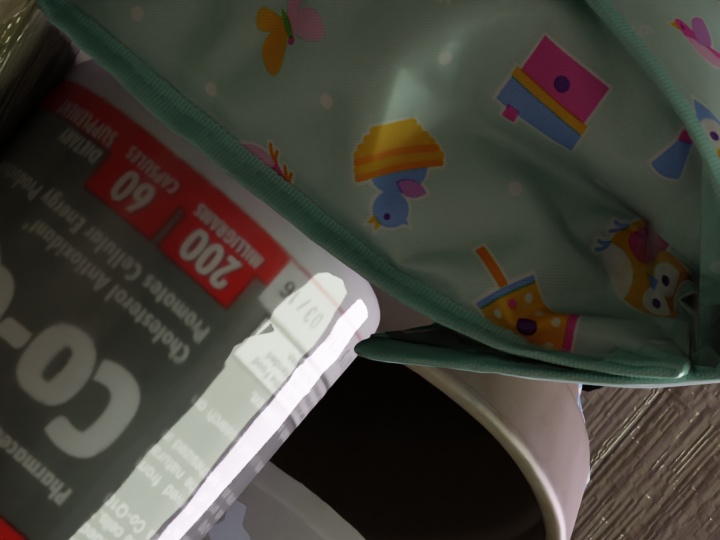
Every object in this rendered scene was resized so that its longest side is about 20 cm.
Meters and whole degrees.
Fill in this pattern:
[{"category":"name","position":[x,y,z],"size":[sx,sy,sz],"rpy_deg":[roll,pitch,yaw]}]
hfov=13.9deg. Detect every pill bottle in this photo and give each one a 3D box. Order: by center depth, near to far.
[{"category":"pill bottle","position":[-0.098,0.051,0.811],"size":[0.200,0.114,0.114],"rpy_deg":[-50,175,-8]}]

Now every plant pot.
[{"category":"plant pot","position":[0.000,0.000,1.008],"size":[0.174,0.200,0.200],"rpy_deg":[-65,-176,-33]}]

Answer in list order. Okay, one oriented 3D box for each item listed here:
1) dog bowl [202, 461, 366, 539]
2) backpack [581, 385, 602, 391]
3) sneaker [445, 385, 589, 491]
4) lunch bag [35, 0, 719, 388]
[{"category":"dog bowl","position":[-0.073,0.127,1.002],"size":[0.059,0.200,0.200],"rpy_deg":[-60,-179,-36]},{"category":"backpack","position":[0.123,-0.037,1.266],"size":[0.167,0.127,0.200],"rpy_deg":[-54,-168,-4]},{"category":"sneaker","position":[0.055,0.052,1.149],"size":[0.200,0.072,0.073],"rpy_deg":[-74,180,-68]},{"category":"lunch bag","position":[0.043,-0.039,0.757],"size":[0.122,0.200,0.170],"rpy_deg":[-52,164,12]}]
